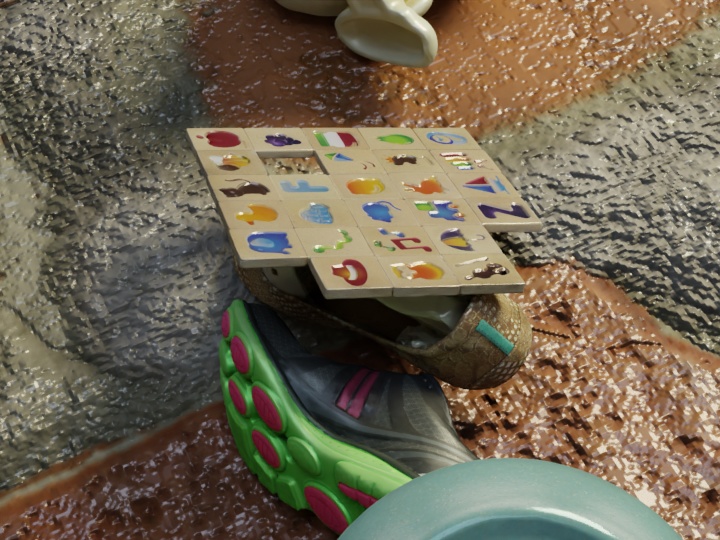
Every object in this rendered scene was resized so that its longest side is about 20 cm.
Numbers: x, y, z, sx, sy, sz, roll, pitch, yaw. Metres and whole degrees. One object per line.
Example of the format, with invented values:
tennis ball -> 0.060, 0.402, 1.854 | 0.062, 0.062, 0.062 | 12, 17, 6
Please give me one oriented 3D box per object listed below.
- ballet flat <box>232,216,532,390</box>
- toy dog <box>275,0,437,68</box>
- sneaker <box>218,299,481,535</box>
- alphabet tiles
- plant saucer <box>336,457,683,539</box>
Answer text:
ballet flat -> 0.000, 0.000, 0.825 | 0.200, 0.065, 0.071 | 20, 75, 35
toy dog -> 0.035, -0.237, 0.996 | 0.200, 0.140, 0.194 | -46, 22, -22
sneaker -> -0.001, 0.081, 0.789 | 0.084, 0.077, 0.200 | -22, 49, -36
alphabet tiles -> 0.007, -0.035, 0.829 | 0.167, 0.008, 0.200 | -1, 28, -16
plant saucer -> 0.068, 0.175, 0.669 | 0.200, 0.036, 0.200 | 1, 73, -2
